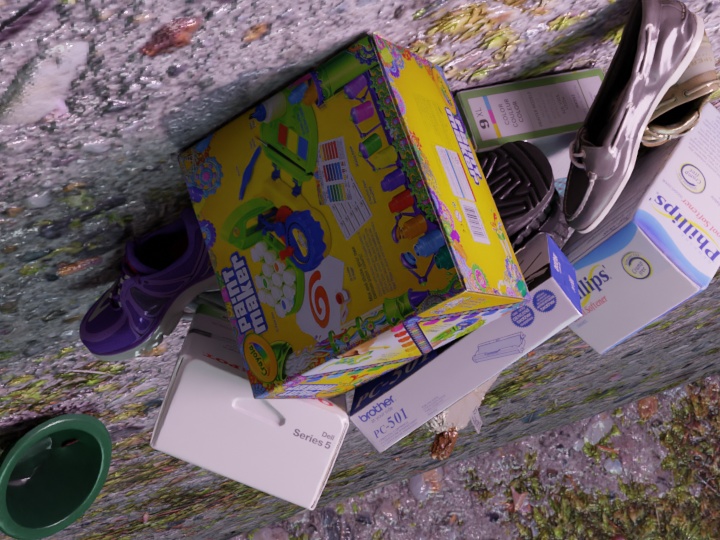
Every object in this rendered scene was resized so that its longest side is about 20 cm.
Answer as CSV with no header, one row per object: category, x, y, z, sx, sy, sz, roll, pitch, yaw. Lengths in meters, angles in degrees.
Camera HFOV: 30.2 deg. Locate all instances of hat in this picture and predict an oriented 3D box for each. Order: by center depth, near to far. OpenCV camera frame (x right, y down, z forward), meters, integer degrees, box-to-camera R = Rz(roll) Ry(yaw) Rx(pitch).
hat,-0.422,0.221,1.651,0.164,0.175,0.202,0,117,-46

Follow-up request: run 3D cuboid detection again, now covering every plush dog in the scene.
plush dog,0.069,0.142,1.751,0.199,0.170,0.163,-5,115,-52

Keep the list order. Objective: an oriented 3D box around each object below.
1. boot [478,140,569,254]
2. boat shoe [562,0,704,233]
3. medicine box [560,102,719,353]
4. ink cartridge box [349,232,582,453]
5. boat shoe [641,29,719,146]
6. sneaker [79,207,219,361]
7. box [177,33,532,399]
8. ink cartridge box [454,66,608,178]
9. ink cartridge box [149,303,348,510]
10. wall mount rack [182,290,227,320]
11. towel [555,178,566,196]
boot,0.085,-0.017,1.137,0.209,0.080,0.158,-28,163,4
boat shoe,0.204,-0.129,1.080,0.056,0.067,0.202,19,109,-21
medicine box,0.301,-0.041,1.371,0.200,0.103,0.182,-51,-176,-35
ink cartridge box,0.082,0.058,1.066,0.199,0.044,0.094,-37,-166,18
boat shoe,0.286,-0.151,1.222,0.072,0.064,0.201,-18,164,-6
sneaker,-0.188,0.003,1.167,0.199,0.081,0.083,-40,143,27
box,-0.007,-0.033,1.003,0.191,0.203,0.121,-27,163,25
ink cartridge box,0.115,-0.111,1.149,0.197,0.060,0.104,-14,162,-22
ink cartridge box,-0.091,0.109,1.129,0.144,0.085,0.200,22,-171,-6
wall mount rack,-0.132,0.053,1.369,0.198,0.076,0.173,-6,-162,-42
towel,0.116,-0.027,1.303,0.145,0.022,0.201,-4,141,-44
